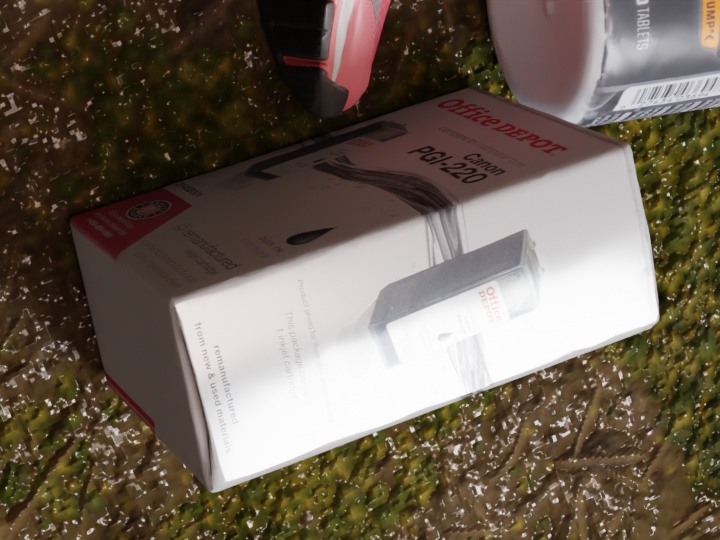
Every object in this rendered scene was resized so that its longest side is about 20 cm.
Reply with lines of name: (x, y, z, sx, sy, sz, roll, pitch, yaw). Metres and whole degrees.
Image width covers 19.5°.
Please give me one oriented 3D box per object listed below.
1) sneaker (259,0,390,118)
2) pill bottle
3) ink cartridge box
sneaker: (0.014, -0.159, 0.856, 0.086, 0.074, 0.201, 1, 104, -26)
pill bottle: (0.164, -0.126, 0.914, 0.199, 0.106, 0.107, -10, 109, -22)
ink cartridge box: (0.000, 0.000, 0.854, 0.199, 0.146, 0.085, -18, 111, -19)
